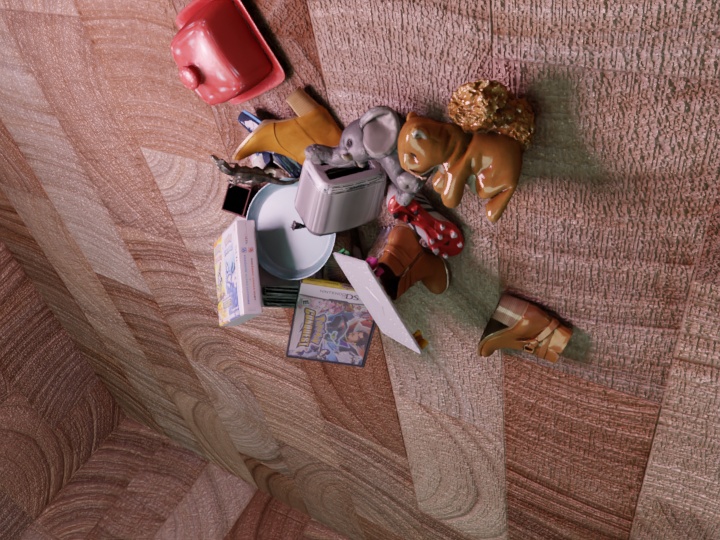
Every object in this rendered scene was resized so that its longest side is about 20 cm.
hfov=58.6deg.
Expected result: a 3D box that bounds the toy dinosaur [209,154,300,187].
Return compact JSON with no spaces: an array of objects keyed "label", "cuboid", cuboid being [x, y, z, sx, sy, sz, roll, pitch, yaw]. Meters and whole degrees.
[{"label":"toy dinosaur","cuboid":[-0.206,-0.183,1.239,0.087,0.196,0.049,4,90,57]}]

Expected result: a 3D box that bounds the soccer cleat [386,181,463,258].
[{"label":"soccer cleat","cuboid":[0.124,-0.097,1.207,0.198,0.086,0.068,32,121,-30]}]

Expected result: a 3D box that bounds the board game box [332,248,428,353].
[{"label":"board game box","cuboid":[0.035,0.051,1.218,0.202,0.026,0.199,58,168,-16]}]

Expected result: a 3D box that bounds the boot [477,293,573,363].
[{"label":"boot","cuboid":[0.326,0.140,1.288,0.153,0.077,0.202,26,137,10]}]

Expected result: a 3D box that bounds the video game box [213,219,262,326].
[{"label":"video game box","cuboid":[-0.255,0.011,1.316,0.046,0.187,0.199,0,168,-26]}]

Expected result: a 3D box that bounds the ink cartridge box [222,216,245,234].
[{"label":"ink cartridge box","cuboid":[-0.250,-0.026,1.609,0.143,0.084,0.203,20,141,25]}]

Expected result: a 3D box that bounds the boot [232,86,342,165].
[{"label":"boot","cuboid":[-0.133,-0.231,1.217,0.200,0.071,0.144,-38,106,17]}]

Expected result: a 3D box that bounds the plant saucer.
[{"label":"plant saucer","cuboid":[-0.139,-0.084,1.299,0.195,0.027,0.206,2,98,16]}]

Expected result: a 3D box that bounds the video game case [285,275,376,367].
[{"label":"video game case","cuboid":[-0.057,0.114,1.366,0.176,0.026,0.204,9,121,-9]}]

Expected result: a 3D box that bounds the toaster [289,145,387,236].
[{"label":"toaster","cuboid":[-0.041,-0.152,1.187,0.115,0.196,0.130,57,150,29]}]

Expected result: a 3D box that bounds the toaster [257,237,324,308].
[{"label":"toaster","cuboid":[-0.161,0.004,1.423,0.195,0.122,0.181,3,162,-7]}]

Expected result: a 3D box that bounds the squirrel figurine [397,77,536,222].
[{"label":"squirrel figurine","cuboid":[0.156,-0.200,0.965,0.183,0.143,0.202,23,120,-8]}]

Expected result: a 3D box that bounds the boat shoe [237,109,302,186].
[{"label":"boat shoe","cuboid":[-0.174,-0.239,1.287,0.199,0.069,0.084,40,-170,2]}]

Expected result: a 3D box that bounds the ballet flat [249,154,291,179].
[{"label":"ballet flat","cuboid":[-0.175,-0.204,1.351,0.198,0.071,0.070,34,146,7]}]

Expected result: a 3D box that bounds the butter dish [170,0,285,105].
[{"label":"butter dish","cuboid":[-0.272,-0.383,1.173,0.197,0.149,0.202,-7,125,45]}]

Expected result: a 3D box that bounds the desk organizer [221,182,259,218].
[{"label":"desk organizer","cuboid":[-0.209,-0.136,1.431,0.197,0.073,0.077,19,-177,26]}]

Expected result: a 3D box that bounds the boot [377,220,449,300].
[{"label":"boot","cuboid":[0.099,0.007,1.256,0.073,0.156,0.202,-10,124,38]}]

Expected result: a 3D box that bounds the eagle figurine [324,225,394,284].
[{"label":"eagle figurine","cuboid":[-0.003,-0.006,1.372,0.151,0.150,0.202,48,155,22]}]

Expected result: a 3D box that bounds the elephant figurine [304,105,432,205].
[{"label":"elephant figurine","cuboid":[0.033,-0.215,1.077,0.198,0.156,0.142,37,152,-4]}]
